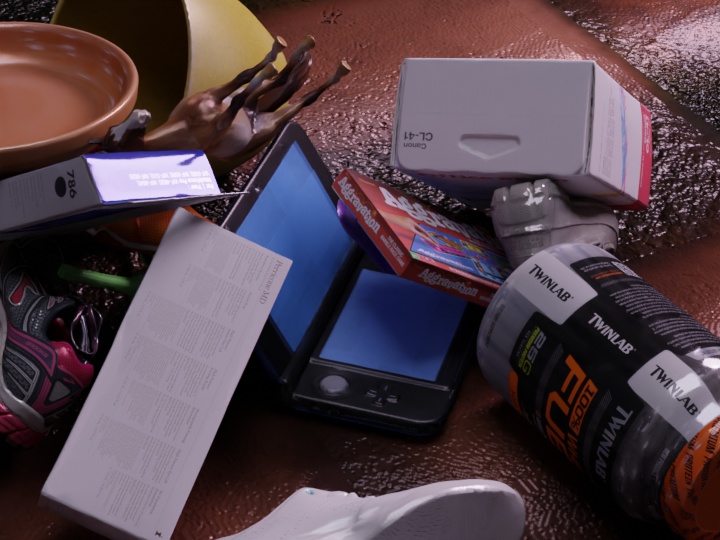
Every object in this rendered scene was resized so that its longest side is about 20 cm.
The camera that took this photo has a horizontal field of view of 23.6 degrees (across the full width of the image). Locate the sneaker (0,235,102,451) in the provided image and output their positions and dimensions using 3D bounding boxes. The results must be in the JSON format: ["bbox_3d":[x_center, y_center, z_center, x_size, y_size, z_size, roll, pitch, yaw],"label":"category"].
[{"bbox_3d":[-0.208,0.037,1.155,0.075,0.081,0.200,-38,33,15],"label":"sneaker"}]

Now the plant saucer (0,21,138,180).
[{"bbox_3d":[-0.253,-0.115,1.195,0.200,0.038,0.200,0,32,0],"label":"plant saucer"}]

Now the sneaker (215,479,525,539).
[{"bbox_3d":[-0.002,0.156,1.041,0.200,0.075,0.088,-13,27,-19],"label":"sneaker"}]

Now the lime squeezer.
[{"bbox_3d":[-0.156,0.000,1.233,0.071,0.038,0.200,49,11,-3],"label":"lime squeezer"}]

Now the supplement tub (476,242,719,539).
[{"bbox_3d":[0.176,0.079,1.109,0.122,0.123,0.200,-19,40,-27],"label":"supplement tub"}]

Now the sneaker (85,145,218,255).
[{"bbox_3d":[-0.169,-0.058,1.246,0.200,0.077,0.073,26,13,36],"label":"sneaker"}]

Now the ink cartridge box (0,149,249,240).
[{"bbox_3d":[-0.173,-0.050,1.127,0.099,0.039,0.200,-6,-1,-45],"label":"ink cartridge box"}]

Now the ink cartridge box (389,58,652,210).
[{"bbox_3d":[0.125,-0.097,1.276,0.147,0.086,0.200,3,-6,20],"label":"ink cartridge box"}]

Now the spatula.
[{"bbox_3d":[0.065,0.009,1.218,0.200,0.021,0.057,34,34,0],"label":"spatula"}]

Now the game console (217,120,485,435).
[{"bbox_3d":[0.000,0.000,1.210,0.170,0.119,0.200,11,37,12],"label":"game console"}]

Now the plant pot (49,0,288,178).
[{"bbox_3d":[-0.141,-0.147,1.373,0.142,0.200,0.200,6,26,-44],"label":"plant pot"}]

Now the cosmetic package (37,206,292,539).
[{"bbox_3d":[-0.120,0.069,1.068,0.082,0.051,0.200,25,69,-4],"label":"cosmetic package"}]

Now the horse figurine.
[{"bbox_3d":[-0.085,-0.114,1.198,0.050,0.132,0.200,56,21,4],"label":"horse figurine"}]

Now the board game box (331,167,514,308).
[{"bbox_3d":[0.075,-0.009,1.212,0.200,0.019,0.103,19,24,-44],"label":"board game box"}]

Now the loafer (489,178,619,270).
[{"bbox_3d":[0.143,-0.018,1.244,0.070,0.070,0.200,-11,-9,24],"label":"loafer"}]
